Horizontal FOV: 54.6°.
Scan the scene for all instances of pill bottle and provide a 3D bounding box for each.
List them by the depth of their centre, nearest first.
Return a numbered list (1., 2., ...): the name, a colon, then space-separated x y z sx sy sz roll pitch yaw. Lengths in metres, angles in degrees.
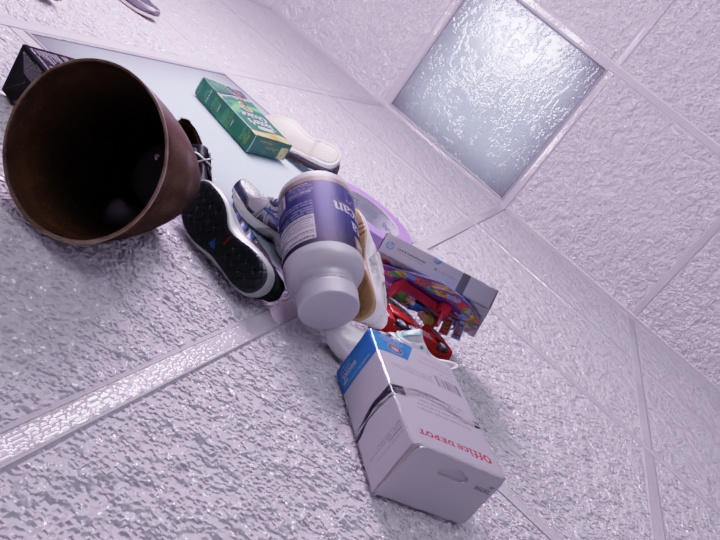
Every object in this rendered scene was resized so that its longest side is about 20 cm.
1. pill bottle: -0.053 -0.027 0.946 0.110 0.111 0.202 23 42 -35

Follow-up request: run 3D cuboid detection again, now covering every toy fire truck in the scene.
1. toy fire truck: 0.045 0.072 1.092 0.198 0.049 0.142 30 18 -32

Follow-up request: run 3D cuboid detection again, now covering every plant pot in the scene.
1. plant pot: -0.266 -0.119 0.806 0.186 0.188 0.200 41 5 8

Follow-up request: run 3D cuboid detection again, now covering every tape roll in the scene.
1. tape roll: 0.003 -0.087 1.345 0.199 0.066 0.201 35 19 -14

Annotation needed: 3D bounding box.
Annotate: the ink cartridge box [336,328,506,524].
1. ink cartridge box: 0.066 0.182 0.834 0.143 0.085 0.201 27 22 -28

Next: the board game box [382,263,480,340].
1. board game box: 0.096 0.058 1.136 0.198 0.039 0.158 18 -22 34

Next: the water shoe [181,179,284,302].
1. water shoe: -0.174 -0.034 0.934 0.201 0.071 0.079 54 3 26

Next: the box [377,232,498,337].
1. box: 0.119 0.028 1.153 0.198 0.042 0.156 27 -19 10

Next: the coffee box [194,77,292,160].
1. coffee box: -0.238 -0.309 1.428 0.200 0.044 0.122 48 21 25

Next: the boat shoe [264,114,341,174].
1. boat shoe: -0.130 -0.267 1.508 0.198 0.072 0.060 29 -23 10

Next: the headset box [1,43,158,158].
1. headset box: -0.358 -0.217 0.964 0.149 0.078 0.199 46 20 18

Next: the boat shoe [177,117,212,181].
1. boat shoe: -0.252 -0.155 1.037 0.071 0.068 0.201 21 27 -43

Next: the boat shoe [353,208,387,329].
1. boat shoe: 0.000 0.000 1.022 0.069 0.070 0.202 41 31 -45

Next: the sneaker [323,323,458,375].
1. sneaker: 0.045 0.108 0.956 0.198 0.089 0.076 31 22 -19

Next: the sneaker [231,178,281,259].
1. sneaker: -0.118 -0.086 1.093 0.200 0.086 0.077 44 20 15

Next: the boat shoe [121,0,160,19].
1. boat shoe: -0.548 -0.671 1.641 0.199 0.063 0.073 38 19 -3
